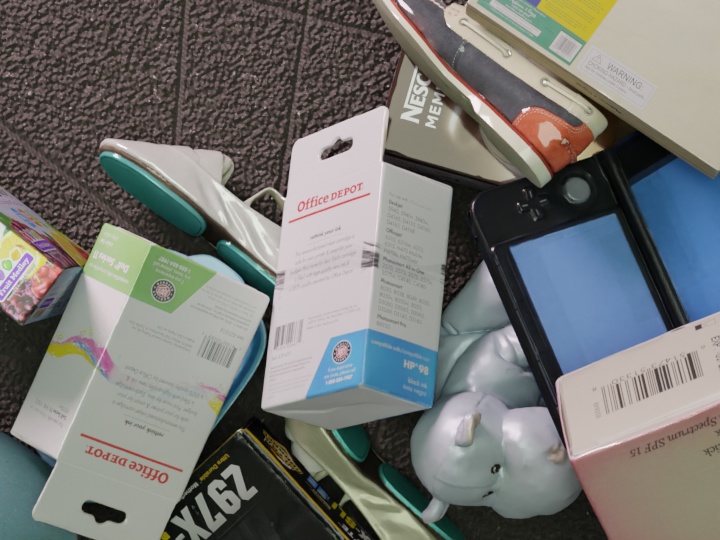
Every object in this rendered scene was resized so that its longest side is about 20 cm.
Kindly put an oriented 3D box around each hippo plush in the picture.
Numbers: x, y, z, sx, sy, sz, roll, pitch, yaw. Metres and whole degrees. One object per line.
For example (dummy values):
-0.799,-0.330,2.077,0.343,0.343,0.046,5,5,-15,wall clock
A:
0.092,0.081,1.543,0.200,0.161,0.159,16,121,-2,hippo plush

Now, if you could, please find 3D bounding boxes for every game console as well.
0.193,0.001,1.484,0.171,0.118,0.200,-18,76,-21,game console

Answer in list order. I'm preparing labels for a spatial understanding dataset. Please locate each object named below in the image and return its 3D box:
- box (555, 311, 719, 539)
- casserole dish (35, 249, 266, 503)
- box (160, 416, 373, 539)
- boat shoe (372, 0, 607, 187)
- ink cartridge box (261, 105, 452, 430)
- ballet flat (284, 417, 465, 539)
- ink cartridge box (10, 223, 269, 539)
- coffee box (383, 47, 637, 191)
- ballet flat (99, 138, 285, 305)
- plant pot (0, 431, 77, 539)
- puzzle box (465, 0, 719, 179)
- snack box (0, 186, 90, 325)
0.221,0.147,1.426,0.128,0.109,0.200,-23,113,10,box
-0.154,0.077,1.627,0.121,0.039,0.200,36,91,-1,casserole dish
-0.094,0.227,1.601,0.200,0.049,0.160,-43,88,14,box
0.080,-0.142,1.515,0.063,0.071,0.200,-42,67,-2,boat shoe
0.000,0.000,1.551,0.067,0.116,0.200,19,68,-34,ink cartridge box
-0.008,0.149,1.618,0.069,0.069,0.200,-40,90,0,ballet flat
-0.159,0.083,1.546,0.117,0.067,0.200,26,87,-41,ink cartridge box
0.119,-0.107,1.606,0.200,0.080,0.114,16,89,0,coffee box
-0.096,-0.044,1.621,0.200,0.069,0.069,38,90,-4,ballet flat
-0.270,0.190,1.562,0.135,0.200,0.200,3,90,-18,plant pot
0.186,-0.169,1.475,0.200,0.025,0.133,35,80,7,puzzle box
-0.258,-0.027,1.546,0.142,0.200,0.053,36,91,-1,snack box
